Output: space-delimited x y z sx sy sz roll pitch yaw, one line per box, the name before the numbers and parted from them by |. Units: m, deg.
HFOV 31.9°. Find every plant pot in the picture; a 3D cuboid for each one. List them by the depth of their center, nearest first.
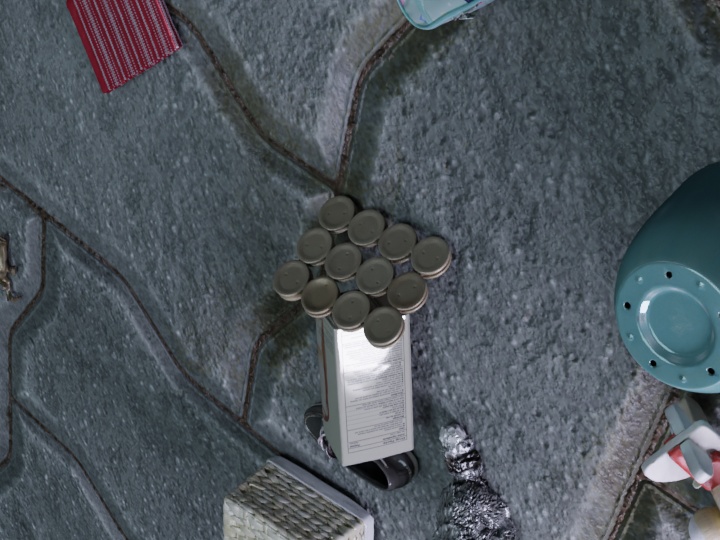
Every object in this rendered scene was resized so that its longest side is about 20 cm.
plant pot | 0.328 0.019 1.163 0.199 0.160 0.203 23 126 35

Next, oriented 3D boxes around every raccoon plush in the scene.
raccoon plush | 0.102 0.311 1.574 0.096 0.133 0.202 -25 94 50

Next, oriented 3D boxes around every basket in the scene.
basket | -0.094 0.384 1.811 0.199 0.123 0.137 27 128 33

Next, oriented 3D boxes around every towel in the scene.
towel | -0.324 -0.338 1.722 0.199 0.022 0.146 -17 97 47

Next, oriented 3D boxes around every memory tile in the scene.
memory tile | 0.000 0.000 1.509 0.199 0.154 0.017 26 165 33

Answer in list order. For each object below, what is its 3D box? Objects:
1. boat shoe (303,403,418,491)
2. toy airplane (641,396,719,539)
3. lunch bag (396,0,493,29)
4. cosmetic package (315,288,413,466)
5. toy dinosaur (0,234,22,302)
boat shoe | -0.013 0.238 1.707 0.199 0.057 0.068 23 127 35
toy airplane | 0.354 0.216 1.220 0.199 0.199 0.142 40 123 22
lunch bag | 0.076 -0.348 1.271 0.160 0.077 0.202 -19 98 48
cosmetic package | 0.005 0.131 1.581 0.087 0.102 0.202 -129 32 -58
toy dinosaur | -0.647 0.014 2.234 0.200 0.058 0.102 -46 63 40
